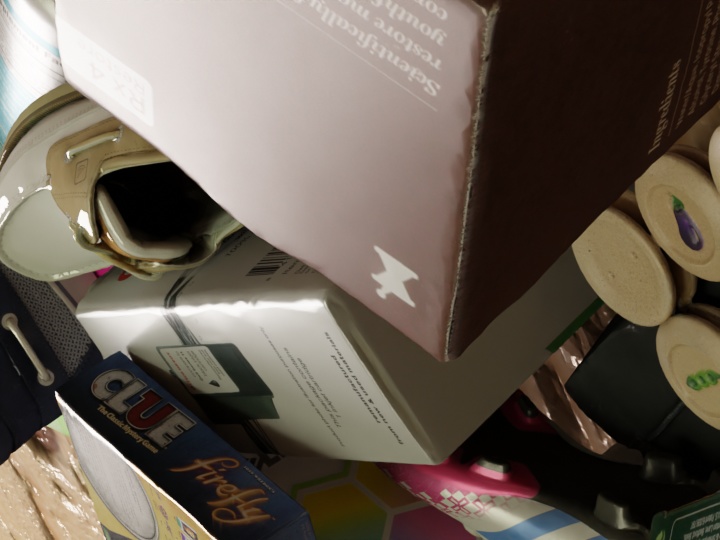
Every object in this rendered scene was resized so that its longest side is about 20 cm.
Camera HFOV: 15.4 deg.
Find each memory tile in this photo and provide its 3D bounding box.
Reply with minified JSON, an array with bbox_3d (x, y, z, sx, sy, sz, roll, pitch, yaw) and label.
[{"bbox_3d":[0.151,0.018,0.871,0.153,0.017,0.200,56,155,-1],"label":"memory tile"}]

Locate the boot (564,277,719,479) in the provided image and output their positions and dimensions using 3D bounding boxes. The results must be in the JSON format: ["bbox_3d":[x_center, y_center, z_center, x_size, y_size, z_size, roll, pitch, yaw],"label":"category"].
[{"bbox_3d":[0.169,0.052,0.964,0.165,0.066,0.200,52,150,9],"label":"boot"}]

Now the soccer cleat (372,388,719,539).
[{"bbox_3d":[0.071,0.100,1.043,0.200,0.070,0.086,24,131,40],"label":"soccer cleat"}]

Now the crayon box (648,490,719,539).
[{"bbox_3d":[0.209,0.123,0.900,0.200,0.052,0.126,16,162,-12],"label":"crayon box"}]

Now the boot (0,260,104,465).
[{"bbox_3d":[-0.196,-0.009,1.161,0.200,0.090,0.073,44,150,7],"label":"boot"}]

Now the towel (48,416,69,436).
[{"bbox_3d":[-0.164,0.027,1.457,0.149,0.031,0.200,24,147,42],"label":"towel"}]

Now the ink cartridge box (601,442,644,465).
[{"bbox_3d":[0.139,0.141,1.110,0.200,0.067,0.116,42,153,25],"label":"ink cartridge box"}]

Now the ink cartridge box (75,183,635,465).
[{"bbox_3d":[0.000,0.000,1.053,0.200,0.147,0.083,-2,126,57],"label":"ink cartridge box"}]

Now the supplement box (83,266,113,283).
[{"bbox_3d":[-0.125,-0.037,1.230,0.200,0.103,0.101,37,150,22],"label":"supplement box"}]

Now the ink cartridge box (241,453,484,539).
[{"bbox_3d":[-0.001,0.105,1.113,0.200,0.104,0.059,49,155,21],"label":"ink cartridge box"}]

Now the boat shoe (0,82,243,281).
[{"bbox_3d":[-0.087,-0.035,1.028,0.075,0.068,0.200,23,145,-26],"label":"boat shoe"}]

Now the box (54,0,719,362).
[{"bbox_3d":[0.032,-0.120,0.791,0.166,0.200,0.164,36,150,20],"label":"box"}]

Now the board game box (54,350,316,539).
[{"bbox_3d":[-0.052,0.144,1.086,0.135,0.035,0.200,36,150,43],"label":"board game box"}]

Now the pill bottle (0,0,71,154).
[{"bbox_3d":[-0.095,-0.106,1.087,0.111,0.111,0.200,40,151,13],"label":"pill bottle"}]
